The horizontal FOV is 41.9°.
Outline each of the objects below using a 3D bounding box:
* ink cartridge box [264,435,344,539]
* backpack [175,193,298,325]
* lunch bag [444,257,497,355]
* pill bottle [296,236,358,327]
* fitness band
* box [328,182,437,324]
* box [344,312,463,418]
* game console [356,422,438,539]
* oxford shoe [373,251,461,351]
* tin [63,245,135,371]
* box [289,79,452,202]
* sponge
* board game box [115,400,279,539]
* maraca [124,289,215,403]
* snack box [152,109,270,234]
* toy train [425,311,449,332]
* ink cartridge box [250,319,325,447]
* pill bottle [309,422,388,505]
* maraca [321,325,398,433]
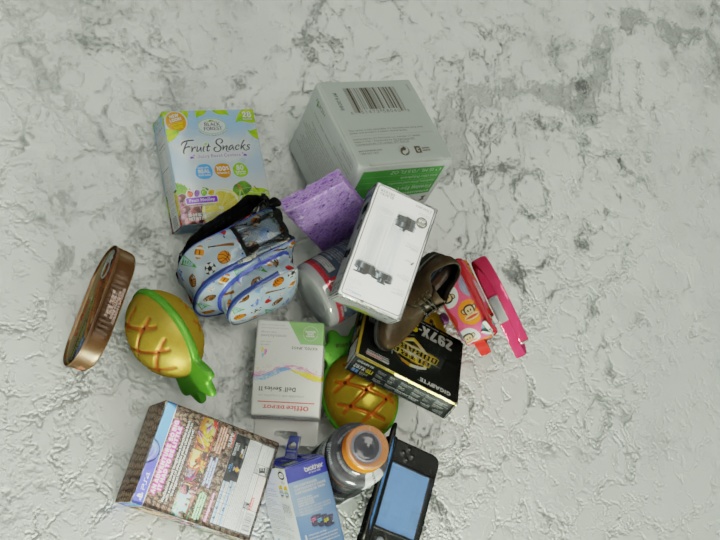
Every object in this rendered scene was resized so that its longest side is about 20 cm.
[{"bbox_3d":[-0.098,0.369,1.505,0.076,0.136,0.201,-14,88,-26],"label":"ink cartridge box"},{"bbox_3d":[-0.198,0.001,1.528,0.190,0.200,0.154,-20,64,-15],"label":"backpack"},{"bbox_3d":[0.194,0.072,1.714,0.082,0.200,0.177,-26,82,6],"label":"lunch bag"},{"bbox_3d":[0.000,0.000,1.607,0.200,0.120,0.120,-30,92,-20],"label":"pill bottle"},{"bbox_3d":[0.258,0.066,1.724,0.037,0.144,0.200,-25,108,5],"label":"fitness band"},{"bbox_3d":[0.036,-0.027,1.528,0.116,0.060,0.201,22,74,-13],"label":"box"},{"bbox_3d":[0.079,0.145,1.626,0.200,0.049,0.160,28,36,-11],"label":"box"},{"bbox_3d":[0.071,0.385,1.609,0.176,0.116,0.201,29,66,-24],"label":"game console"},{"bbox_3d":[0.095,0.052,1.566,0.073,0.084,0.200,43,76,-28],"label":"oxford shoe"},{"bbox_3d":[-0.400,0.058,1.445,0.042,0.112,0.201,28,66,-30],"label":"tin"},{"bbox_3d":[0.014,-0.210,1.673,0.198,0.171,0.200,-9,60,-30],"label":"box"},{"bbox_3d":[-0.044,-0.092,1.588,0.111,0.200,0.030,-29,62,8],"label":"sponge"},{"bbox_3d":[-0.252,0.315,1.466,0.200,0.097,0.160,26,66,-21],"label":"board game box"},{"bbox_3d":[-0.292,0.117,1.461,0.107,0.137,0.200,-34,90,-34],"label":"maraca"},{"bbox_3d":[-0.252,-0.171,1.608,0.168,0.068,0.201,-8,79,-29],"label":"snack box"},{"bbox_3d":[0.085,0.130,1.728,0.150,0.056,0.201,8,75,-18],"label":"toy train"},{"bbox_3d":[-0.120,0.189,1.566,0.117,0.067,0.201,3,75,-2],"label":"ink cartridge box"},{"bbox_3d":[-0.019,0.310,1.526,0.106,0.200,0.107,8,64,-16],"label":"pill bottle"},{"bbox_3d":[-0.007,0.195,1.627,0.137,0.107,0.201,-9,75,-20],"label":"maraca"}]
